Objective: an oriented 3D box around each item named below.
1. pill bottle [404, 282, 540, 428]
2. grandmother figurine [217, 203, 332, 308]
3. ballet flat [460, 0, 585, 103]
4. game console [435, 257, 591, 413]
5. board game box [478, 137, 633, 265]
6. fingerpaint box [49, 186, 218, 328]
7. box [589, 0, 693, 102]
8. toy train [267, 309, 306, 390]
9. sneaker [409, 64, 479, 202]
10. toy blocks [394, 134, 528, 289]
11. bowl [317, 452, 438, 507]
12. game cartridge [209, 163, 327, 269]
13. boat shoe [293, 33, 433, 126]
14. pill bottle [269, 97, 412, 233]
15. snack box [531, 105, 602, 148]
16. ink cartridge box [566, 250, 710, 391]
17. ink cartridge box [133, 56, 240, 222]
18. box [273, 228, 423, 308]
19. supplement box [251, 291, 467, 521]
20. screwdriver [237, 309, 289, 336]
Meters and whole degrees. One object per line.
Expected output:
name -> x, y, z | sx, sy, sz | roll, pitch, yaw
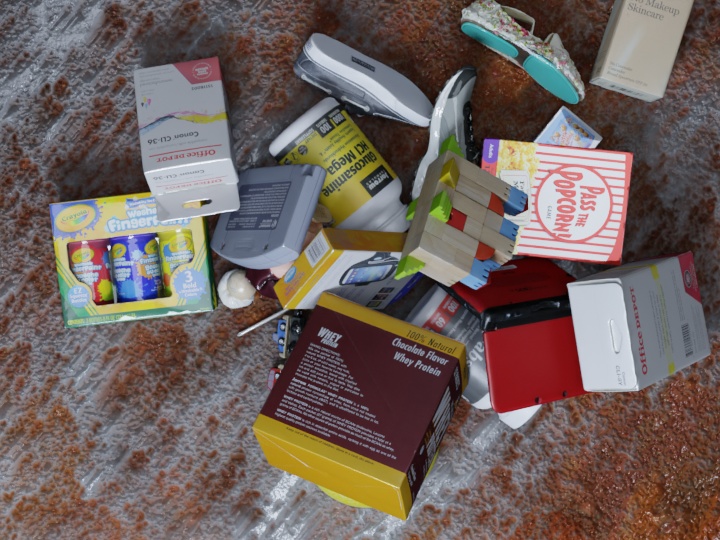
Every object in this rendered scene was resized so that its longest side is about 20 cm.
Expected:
pill bottle -> 0.155, 0.110, 1.729 | 0.200, 0.116, 0.116 | 39, 91, -3
grandmother figurine -> -0.116, -0.014, 1.710 | 0.200, 0.061, 0.121 | -37, 56, 32
ballet flat -> 0.226, -0.302, 1.735 | 0.200, 0.076, 0.064 | 34, 76, -6
game console -> 0.207, 0.077, 1.693 | 0.200, 0.172, 0.119 | -7, 123, -36
board game box -> 0.252, -0.092, 1.730 | 0.200, 0.046, 0.152 | 5, 93, 0
fingerpaint box -> -0.300, -0.019, 1.732 | 0.200, 0.073, 0.167 | -6, 92, -1
box -> 0.382, -0.334, 1.731 | 0.095, 0.078, 0.200 | 16, 93, -1
toy train -> -0.103, 0.151, 1.765 | 0.046, 0.034, 0.200 | 9, 94, 28
sneaker -> 0.127, -0.172, 1.722 | 0.079, 0.074, 0.201 | 17, 107, 16
toy blocks -> 0.137, -0.052, 1.648 | 0.137, 0.100, 0.200 | 28, 60, -17
bowl -> 0.013, 0.227, 1.736 | 0.200, 0.108, 0.201 | 0, 93, -2
game cartridge -> -0.122, -0.068, 1.670 | 0.041, 0.200, 0.133 | 30, 76, -30
boat shoe -> 0.004, -0.238, 1.736 | 0.200, 0.072, 0.068 | 26, 126, -16
pill bottle -> -0.018, -0.119, 1.715 | 0.112, 0.112, 0.200 | -40, 93, 1
snack box -> 0.237, -0.124, 1.765 | 0.072, 0.024, 0.200 | 39, 91, -2
ink cartridge box -> 0.362, 0.064, 1.690 | 0.083, 0.200, 0.145 | -7, 95, 42
ink cartridge box -> -0.224, -0.170, 1.689 | 0.116, 0.068, 0.200 | -10, 66, -1
box -> 0.000, 0.000, 1.664 | 0.119, 0.200, 0.042 | -48, 58, 34
supplement box -> 0.005, 0.167, 1.617 | 0.197, 0.133, 0.200 | 20, 66, 16
screwdriver -> -0.079, 0.042, 1.763 | 0.200, 0.029, 0.028 | -28, 93, -1
